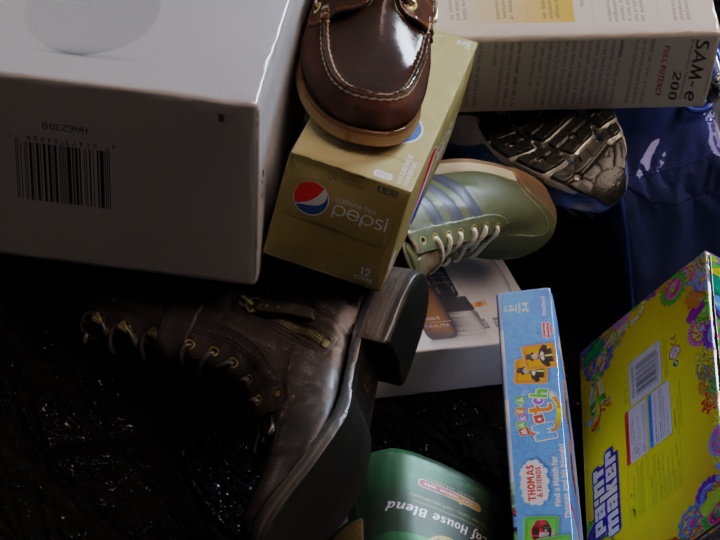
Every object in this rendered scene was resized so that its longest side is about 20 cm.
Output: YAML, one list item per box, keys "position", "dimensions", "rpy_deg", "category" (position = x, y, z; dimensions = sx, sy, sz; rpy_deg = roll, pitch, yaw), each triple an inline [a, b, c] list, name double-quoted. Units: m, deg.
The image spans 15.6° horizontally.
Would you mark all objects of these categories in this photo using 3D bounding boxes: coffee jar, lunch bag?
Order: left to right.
- position: [0.025, 0.194, 1.351]
  dimensions: [0.104, 0.085, 0.201]
  rpy_deg: [26, 39, -20]
  category: "coffee jar"
- position: [0.217, -0.065, 1.678]
  dimensions: [0.132, 0.200, 0.136]
  rpy_deg: [-13, 54, 0]
  category: "lunch bag"

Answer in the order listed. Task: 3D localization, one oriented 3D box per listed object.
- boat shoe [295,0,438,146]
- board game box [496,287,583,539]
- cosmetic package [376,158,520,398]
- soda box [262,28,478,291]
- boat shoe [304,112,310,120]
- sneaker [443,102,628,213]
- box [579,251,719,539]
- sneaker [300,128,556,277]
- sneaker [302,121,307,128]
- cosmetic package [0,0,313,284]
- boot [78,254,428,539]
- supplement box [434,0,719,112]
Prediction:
- position: [0.005, -0.139, 1.405]
  dimensions: [0.070, 0.071, 0.200]
  rpy_deg: [11, 31, -8]
  category: "boat shoe"
- position: [0.103, 0.134, 1.447]
  dimensions: [0.036, 0.152, 0.201]
  rpy_deg: [-6, 44, 6]
  category: "board game box"
- position: [0.000, 0.000, 1.556]
  dimensions: [0.199, 0.052, 0.151]
  rpy_deg: [-4, 54, -45]
  category: "cosmetic package"
- position: [0.009, -0.069, 1.423]
  dimensions: [0.067, 0.064, 0.200]
  rpy_deg: [19, 31, 4]
  category: "soda box"
- position: [-0.084, -0.150, 1.538]
  dimensions: [0.199, 0.074, 0.066]
  rpy_deg: [25, -8, 3]
  category: "boat shoe"
- position: [0.106, -0.066, 1.635]
  dimensions: [0.078, 0.200, 0.089]
  rpy_deg: [-33, 118, -18]
  category: "sneaker"
- position: [0.241, 0.132, 1.554]
  dimensions: [0.192, 0.122, 0.201]
  rpy_deg: [28, 41, -24]
  category: "box"
- position: [0.027, -0.018, 1.500]
  dimensions: [0.199, 0.067, 0.090]
  rpy_deg: [11, 43, -26]
  category: "sneaker"
- position: [-0.006, -0.166, 1.693]
  dimensions: [0.070, 0.078, 0.201]
  rpy_deg: [28, 39, -19]
  category: "sneaker"
- position: [-0.133, -0.108, 1.410]
  dimensions: [0.198, 0.123, 0.201]
  rpy_deg: [7, 40, 6]
  category: "cosmetic package"
- position: [-0.072, 0.052, 1.385]
  dimensions: [0.173, 0.069, 0.201]
  rpy_deg: [15, 57, 19]
  category: "boot"
- position: [0.106, -0.164, 1.578]
  dimensions: [0.199, 0.074, 0.127]
  rpy_deg: [-1, 54, -4]
  category: "supplement box"
